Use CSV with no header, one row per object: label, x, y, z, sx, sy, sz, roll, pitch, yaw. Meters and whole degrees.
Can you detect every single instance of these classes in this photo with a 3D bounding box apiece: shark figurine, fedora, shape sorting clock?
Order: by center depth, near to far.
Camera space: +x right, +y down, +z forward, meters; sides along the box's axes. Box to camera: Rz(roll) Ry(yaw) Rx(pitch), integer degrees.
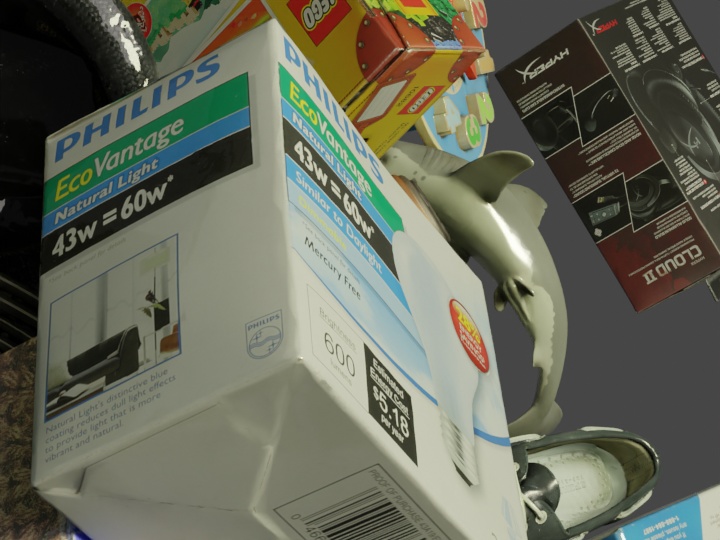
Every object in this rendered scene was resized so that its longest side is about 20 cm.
fedora,-0.183,-0.083,0.941,0.201,0.200,0.092,54,14,-4
shark figurine,0.090,-0.003,1.130,0.215,0.128,0.089,60,36,-7
shape sorting clock,0.045,-0.158,1.179,0.200,0.039,0.201,-12,90,-75

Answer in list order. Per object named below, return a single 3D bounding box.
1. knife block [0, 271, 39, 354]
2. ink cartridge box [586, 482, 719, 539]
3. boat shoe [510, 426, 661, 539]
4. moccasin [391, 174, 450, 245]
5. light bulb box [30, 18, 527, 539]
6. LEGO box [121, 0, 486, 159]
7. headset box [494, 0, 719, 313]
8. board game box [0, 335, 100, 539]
knife block,-0.227,0.030,0.903,0.199,0.176,0.064,6,50,13
ink cartridge box,0.206,0.234,1.139,0.146,0.086,0.201,-13,78,-43
boat shoe,0.092,0.127,1.114,0.200,0.060,0.076,-16,76,-45
moccasin,0.001,0.001,1.034,0.078,0.201,0.074,-32,92,-5
light bulb box,-0.032,0.042,0.828,0.198,0.124,0.201,49,23,-40
LEGO box,-0.061,-0.099,0.978,0.149,0.200,0.077,55,29,16
headset box,0.195,-0.075,1.285,0.201,0.077,0.149,59,34,0
board game box,-0.105,0.151,0.835,0.200,0.097,0.160,45,26,-46
